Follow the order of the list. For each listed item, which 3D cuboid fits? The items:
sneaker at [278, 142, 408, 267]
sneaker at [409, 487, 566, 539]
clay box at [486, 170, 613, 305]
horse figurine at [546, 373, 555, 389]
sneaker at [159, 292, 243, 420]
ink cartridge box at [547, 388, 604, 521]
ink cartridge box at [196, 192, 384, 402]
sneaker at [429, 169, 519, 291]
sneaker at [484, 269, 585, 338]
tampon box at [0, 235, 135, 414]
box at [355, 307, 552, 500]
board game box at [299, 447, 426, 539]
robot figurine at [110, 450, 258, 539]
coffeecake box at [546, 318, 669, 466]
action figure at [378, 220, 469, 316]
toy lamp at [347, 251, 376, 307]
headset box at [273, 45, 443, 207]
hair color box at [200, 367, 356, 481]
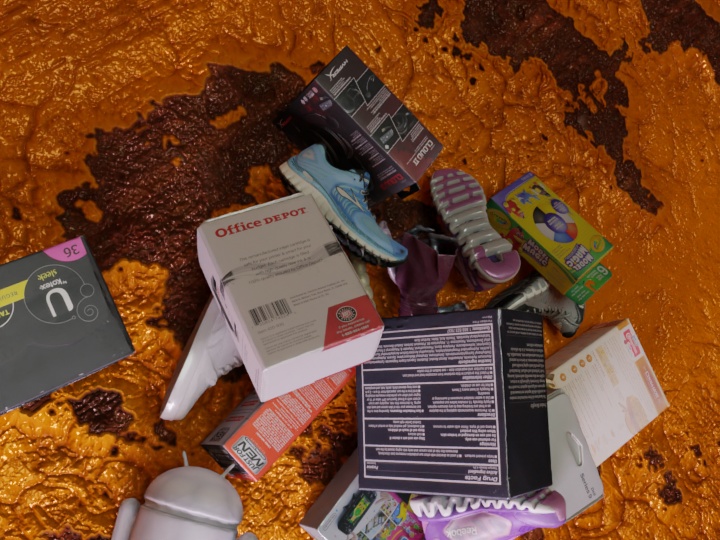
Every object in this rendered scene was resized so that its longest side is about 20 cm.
[{"bbox_3d":[-0.009,-0.086,0.995,0.200,0.078,0.090,44,81,1],"label":"sneaker"},{"bbox_3d":[0.153,0.303,0.924,0.080,0.199,0.089,5,73,-51],"label":"sneaker"},{"bbox_3d":[0.286,-0.050,1.164,0.200,0.048,0.115,44,50,15],"label":"clay box"},{"bbox_3d":[0.190,0.133,1.066,0.132,0.200,0.050,21,78,7],"label":"horse figurine"},{"bbox_3d":[-0.153,0.105,0.944,0.115,0.074,0.201,30,66,-15],"label":"sneaker"},{"bbox_3d":[0.201,0.239,1.025,0.087,0.200,0.146,-22,91,-30],"label":"ink cartridge box"},{"bbox_3d":[-0.085,0.025,0.895,0.146,0.083,0.201,-18,61,-20],"label":"ink cartridge box"},{"bbox_3d":[0.149,-0.052,1.125,0.080,0.089,0.201,-15,64,-20],"label":"sneaker"},{"bbox_3d":[0.277,0.062,1.174,0.200,0.075,0.116,-32,97,-29],"label":"sneaker"},{"bbox_3d":[-0.336,0.065,0.786,0.149,0.200,0.127,-25,92,-29],"label":"tampon box"},{"bbox_3d":[0.104,0.152,0.909,0.123,0.199,0.200,11,76,-52],"label":"box"},{"bbox_3d":[0.042,0.335,1.003,0.200,0.064,0.148,48,63,-12],"label":"board game box"},{"bbox_3d":[-0.196,0.304,0.857,0.169,0.113,0.201,11,72,12],"label":"robot figurine"},{"bbox_3d":[0.352,0.187,1.185,0.199,0.073,0.154,-27,92,-29],"label":"coffeecake box"},{"bbox_3d":[0.073,0.044,1.056,0.148,0.134,0.201,12,100,9],"label":"action figure"},{"bbox_3d":[0.000,0.000,1.055,0.058,0.058,0.201,-11,87,-28],"label":"toy lamp"},{"bbox_3d":[0.001,-0.174,1.037,0.200,0.149,0.077,45,64,-13],"label":"headset box"},{"bbox_3d":[-0.092,0.159,0.949,0.200,0.101,0.061,-45,100,-26],"label":"hair color box"}]
